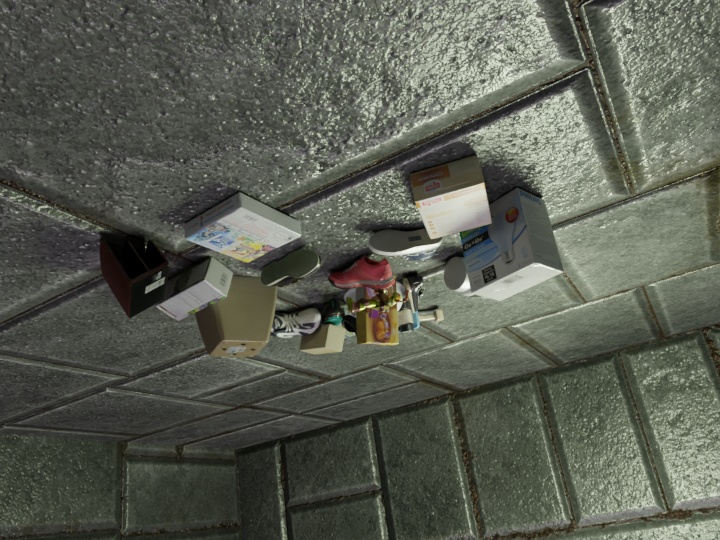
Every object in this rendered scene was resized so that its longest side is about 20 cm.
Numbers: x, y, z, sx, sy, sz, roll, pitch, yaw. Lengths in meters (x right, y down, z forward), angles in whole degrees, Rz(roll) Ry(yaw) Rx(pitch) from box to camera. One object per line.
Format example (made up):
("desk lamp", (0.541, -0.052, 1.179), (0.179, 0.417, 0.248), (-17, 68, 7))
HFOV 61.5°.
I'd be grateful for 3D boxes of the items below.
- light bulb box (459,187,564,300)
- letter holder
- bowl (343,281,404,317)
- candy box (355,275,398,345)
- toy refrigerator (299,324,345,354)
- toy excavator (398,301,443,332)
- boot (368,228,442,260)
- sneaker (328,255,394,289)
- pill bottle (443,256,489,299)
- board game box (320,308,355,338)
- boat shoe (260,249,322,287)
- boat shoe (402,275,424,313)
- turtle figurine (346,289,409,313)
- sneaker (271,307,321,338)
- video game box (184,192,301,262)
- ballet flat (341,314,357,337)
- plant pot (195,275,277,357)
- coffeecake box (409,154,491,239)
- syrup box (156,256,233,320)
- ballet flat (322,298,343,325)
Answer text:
("light bulb box", (0.363, -0.060, 1.488), (0.124, 0.203, 0.197), (14, 148, -39))
("letter holder", (-0.541, -0.003, 1.440), (0.100, 0.143, 0.200), (-33, 170, -32))
("bowl", (0.049, 0.110, 1.894), (0.198, 0.092, 0.202), (-8, 156, -4))
("candy box", (0.048, 0.113, 1.756), (0.115, 0.203, 0.056), (7, 166, -32))
("toy refrigerator", (-0.125, 0.228, 1.988), (0.069, 0.077, 0.199), (18, 162, -27))
("toy excavator", (0.174, 0.163, 2.076), (0.192, 0.101, 0.200), (-15, 169, 18))
("boot", (0.110, -0.056, 1.563), (0.197, 0.074, 0.091), (-4, 150, -14))
("sneaker", (0.000, 0.000, 1.675), (0.197, 0.088, 0.074), (-1, -160, 25))
("pill bottle", (0.346, 0.022, 1.772), (0.198, 0.115, 0.114), (8, 151, -34))
("board game box", (-0.071, 0.189, 2.095), (0.133, 0.035, 0.200), (-17, 155, 17))
("boat shoe", (-0.173, -0.004, 1.588), (0.199, 0.073, 0.060), (-17, 160, 34))
("boat shoe", (0.175, 0.074, 1.880), (0.062, 0.073, 0.201), (-20, 152, 0))
("turtle figurine", (0.044, 0.083, 1.653), (0.159, 0.065, 0.200), (-9, -166, -10))
("sneaker", (-0.229, 0.167, 1.931), (0.197, 0.081, 0.129), (-15, 166, 38))
("video game box", (-0.266, -0.092, 1.382), (0.181, 0.047, 0.199), (-25, 151, 28))
("ballet flat", (-0.026, 0.179, 1.908), (0.066, 0.057, 0.200), (43, 166, -13))
("plant pot", (-0.348, 0.139, 1.705), (0.197, 0.180, 0.200), (4, 153, -29))
("coffeecake box", (0.208, -0.160, 1.367), (0.151, 0.074, 0.200), (-14, 156, 11))
("syrup box", (-0.431, 0.050, 1.571), (0.198, 0.080, 0.081), (-25, 131, 31))
("ballet flat", (-0.086, 0.130, 1.905), (0.067, 0.069, 0.200), (-5, 166, -10))
